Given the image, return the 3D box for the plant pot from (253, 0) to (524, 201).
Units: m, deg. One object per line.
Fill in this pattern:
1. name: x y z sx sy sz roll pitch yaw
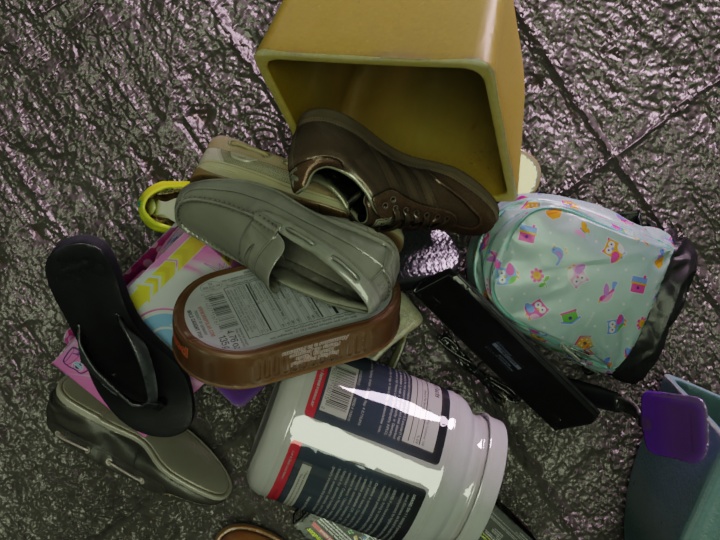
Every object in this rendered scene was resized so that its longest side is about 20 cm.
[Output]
1. plant pot: 0.051 -0.202 0.839 0.192 0.195 0.203 7 65 19

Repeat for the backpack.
1. backpack: 0.198 0.002 0.898 0.197 0.127 0.169 22 92 -6

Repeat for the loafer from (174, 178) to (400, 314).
1. loafer: -0.066 -0.020 0.779 0.197 0.070 0.071 17 136 14

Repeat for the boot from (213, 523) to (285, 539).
1. boot: -0.072 0.337 0.899 0.076 0.155 0.201 -34 93 1

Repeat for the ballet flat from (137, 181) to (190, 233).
1. ballet flat: -0.117 -0.049 0.921 0.197 0.067 0.068 7 89 -2

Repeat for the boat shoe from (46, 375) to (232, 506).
1. boat shoe: -0.217 0.174 0.940 0.198 0.067 0.057 33 118 1

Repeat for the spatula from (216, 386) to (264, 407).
1. spatula: -0.069 0.050 0.950 0.057 0.021 0.200 44 89 -16

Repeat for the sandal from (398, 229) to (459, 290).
1. sandal: 0.001 0.001 0.912 0.197 0.043 0.077 0 58 -22

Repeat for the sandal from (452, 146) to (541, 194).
1. sandal: 0.075 -0.092 0.921 0.208 0.070 0.079 6 93 -2

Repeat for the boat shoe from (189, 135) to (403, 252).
1. boat shoe: -0.051 -0.068 0.867 0.197 0.072 0.066 18 55 0

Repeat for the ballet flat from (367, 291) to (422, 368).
1. ballet flat: -0.011 0.108 0.935 0.062 0.067 0.201 37 93 -16

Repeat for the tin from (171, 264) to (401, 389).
1. tin: -0.058 0.035 0.799 0.197 0.112 0.042 -14 137 -22

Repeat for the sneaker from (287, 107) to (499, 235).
1. sneaker: 0.026 -0.060 0.820 0.198 0.070 0.077 24 65 -18

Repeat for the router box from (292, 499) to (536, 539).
1. router box: 0.054 0.252 0.944 0.200 0.062 0.150 43 90 -3

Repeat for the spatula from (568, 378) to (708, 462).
1. spatula: 0.238 0.125 0.871 0.020 0.200 0.058 -10 98 -20

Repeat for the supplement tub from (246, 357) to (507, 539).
1. supplement tub: 0.012 0.154 0.834 0.197 0.140 0.142 22 93 -5

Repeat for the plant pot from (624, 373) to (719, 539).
1. plant pot: 0.350 0.247 0.892 0.193 0.196 0.203 22 101 -2

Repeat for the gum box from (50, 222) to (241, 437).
1. gum box: -0.179 0.051 0.892 0.200 0.066 0.113 -42 110 15

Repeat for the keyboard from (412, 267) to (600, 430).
1. keyboard: 0.128 0.079 0.907 0.200 0.127 0.021 45 62 -8

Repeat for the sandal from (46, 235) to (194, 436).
1. sandal: -0.210 0.068 0.828 0.075 0.043 0.202 -23 114 8
